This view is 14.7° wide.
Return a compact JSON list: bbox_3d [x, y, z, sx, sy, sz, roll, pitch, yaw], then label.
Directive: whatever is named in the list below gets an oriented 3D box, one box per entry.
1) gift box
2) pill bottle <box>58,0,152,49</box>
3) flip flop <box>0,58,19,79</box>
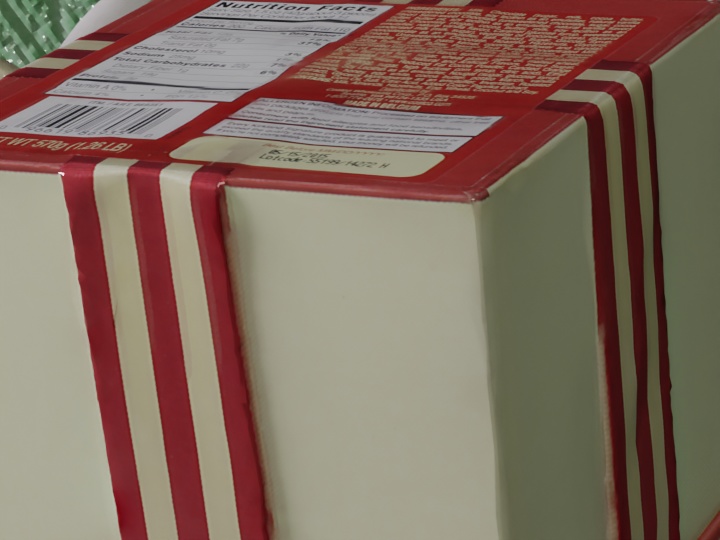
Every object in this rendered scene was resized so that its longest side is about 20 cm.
[{"bbox_3d":[-0.016,0.044,0.671,0.184,0.200,0.188,7,114,31],"label":"gift box"},{"bbox_3d":[0.000,0.000,0.826,0.199,0.113,0.113,26,77,11],"label":"pill bottle"},{"bbox_3d":[-0.184,-0.002,0.865,0.199,0.058,0.081,-33,73,1],"label":"flip flop"}]
